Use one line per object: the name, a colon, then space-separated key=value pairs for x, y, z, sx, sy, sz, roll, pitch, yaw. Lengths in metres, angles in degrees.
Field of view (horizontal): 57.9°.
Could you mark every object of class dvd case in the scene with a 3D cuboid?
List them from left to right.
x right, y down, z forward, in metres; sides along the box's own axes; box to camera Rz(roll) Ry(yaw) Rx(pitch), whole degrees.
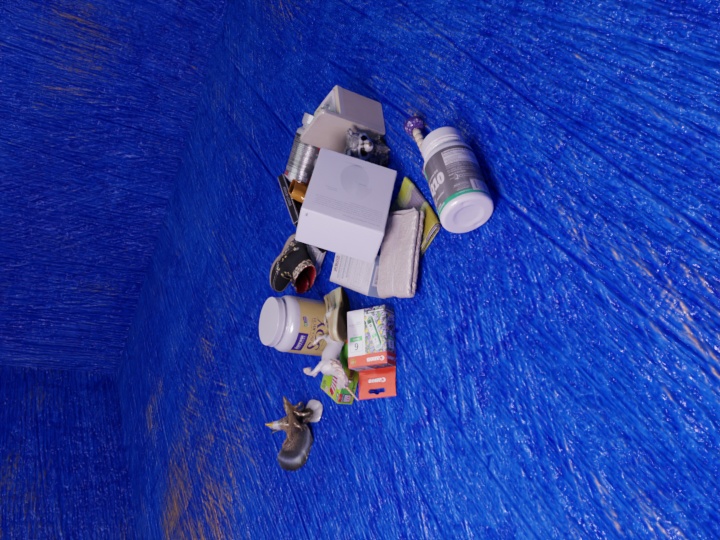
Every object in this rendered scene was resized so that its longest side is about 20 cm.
dvd case: x=-0.160 y=-0.159 z=1.797 sx=0.024 sy=0.150 sz=0.202 roll=-32 pitch=48 yaw=11

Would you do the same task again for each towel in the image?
towel: x=0.090 y=-0.039 z=1.492 sx=0.132 sy=0.034 sz=0.206 roll=-3 pitch=79 yaw=60
towel: x=0.115 y=-0.110 z=1.525 sx=0.145 sy=0.022 sz=0.202 roll=-60 pitch=37 yaw=31

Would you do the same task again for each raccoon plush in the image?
raccoon plush: x=-0.017 y=-0.285 z=1.684 sx=0.199 sy=0.131 sz=0.099 roll=-38 pitch=51 yaw=47

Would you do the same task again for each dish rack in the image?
dish rack: x=-0.136 y=-0.082 z=1.906 sx=0.172 sy=0.043 sz=0.204 roll=48 pitch=121 yaw=52

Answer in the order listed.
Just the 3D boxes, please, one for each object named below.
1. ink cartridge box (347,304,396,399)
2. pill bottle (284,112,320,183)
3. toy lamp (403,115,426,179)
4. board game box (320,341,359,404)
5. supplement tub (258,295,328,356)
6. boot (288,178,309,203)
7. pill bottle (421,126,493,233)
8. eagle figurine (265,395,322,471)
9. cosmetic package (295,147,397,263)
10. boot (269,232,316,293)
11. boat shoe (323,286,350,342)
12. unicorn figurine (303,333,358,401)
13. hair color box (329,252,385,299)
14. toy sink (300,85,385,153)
ink cartridge box: x=0.026 y=0.191 z=1.517 sx=0.107 sy=0.050 sz=0.205 roll=-12 pitch=68 yaw=29
pill bottle: x=-0.150 y=-0.357 z=1.944 sx=0.114 sy=0.112 sz=0.205 roll=37 pitch=112 yaw=55
toy lamp: x=0.150 y=-0.270 z=1.486 sx=0.058 sy=0.057 sz=0.203 roll=-51 pitch=39 yaw=38
board game box: x=-0.038 y=0.223 z=1.651 sx=0.101 sy=0.047 sz=0.205 roll=25 pitch=102 yaw=57
supplement tub: x=-0.155 y=0.146 z=1.721 sx=0.144 sy=0.196 sz=0.149 roll=-23 pitch=62 yaw=53
boot: x=-0.124 y=-0.213 z=1.777 sx=0.072 sy=0.142 sz=0.202 roll=-60 pitch=9 yaw=17
pill bottle: x=0.193 y=-0.189 z=1.335 sx=0.113 sy=0.111 sz=0.204 roll=-48 pitch=43 yaw=40
eagle figurine: x=-0.190 y=0.434 z=1.794 sx=0.153 sy=0.148 sz=0.203 roll=-52 pitch=-23 yaw=-36
cosmetic package: x=-0.032 y=-0.152 z=1.537 sx=0.124 sy=0.194 sz=0.203 roll=110 pitch=175 yaw=-52
boot: x=-0.194 y=0.012 z=1.873 sx=0.202 sy=0.072 sz=0.152 roll=-58 pitch=37 yaw=23
boat shoe: x=-0.064 y=0.113 z=1.595 sx=0.062 sy=0.074 sz=0.202 roll=-21 pitch=31 yaw=12
unicorn figurine: x=-0.073 y=0.220 z=1.589 sx=0.136 sy=0.073 sz=0.205 roll=-21 pitch=58 yaw=42
hair color box: x=0.000 y=0.000 z=1.644 sx=0.199 sy=0.059 sz=0.102 roll=18 pitch=96 yaw=58
toy sink: x=-0.052 y=-0.395 z=1.715 sx=0.130 sy=0.196 sz=0.115 roll=-39 pitch=50 yaw=47
